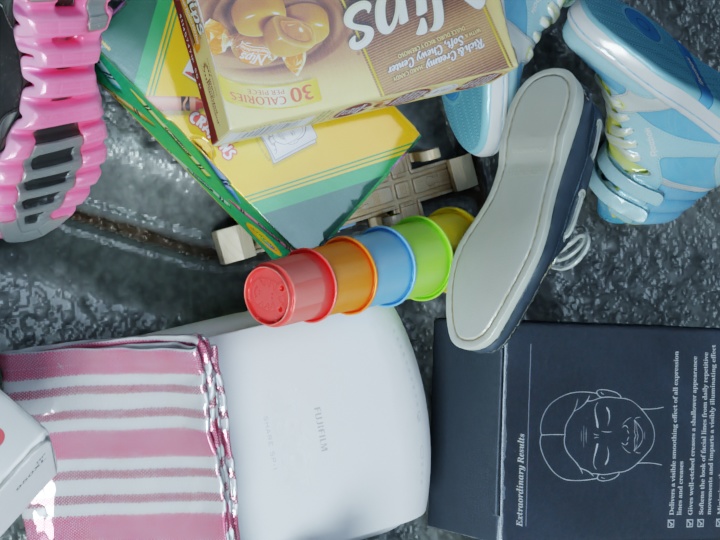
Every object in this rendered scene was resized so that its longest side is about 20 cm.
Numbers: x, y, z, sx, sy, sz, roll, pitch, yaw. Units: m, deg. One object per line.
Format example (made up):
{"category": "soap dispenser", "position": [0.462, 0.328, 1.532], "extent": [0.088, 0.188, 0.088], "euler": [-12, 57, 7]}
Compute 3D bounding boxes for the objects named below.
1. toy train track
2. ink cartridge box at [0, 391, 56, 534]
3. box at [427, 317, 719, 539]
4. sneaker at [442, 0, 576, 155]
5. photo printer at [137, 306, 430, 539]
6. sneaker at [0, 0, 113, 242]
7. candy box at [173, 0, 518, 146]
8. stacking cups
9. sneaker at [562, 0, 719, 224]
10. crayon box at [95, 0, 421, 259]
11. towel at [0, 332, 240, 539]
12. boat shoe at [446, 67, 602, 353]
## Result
{"category": "toy train track", "position": [-0.004, -0.044, 1.368], "extent": [0.199, 0.032, 0.116], "euler": [-18, 97, -23]}
{"category": "ink cartridge box", "position": [-0.294, 0.096, 1.150], "extent": [0.200, 0.084, 0.145], "euler": [38, 72, 10]}
{"category": "box", "position": [0.157, 0.110, 1.402], "extent": [0.199, 0.107, 0.150], "euler": [3, 89, -26]}
{"category": "sneaker", "position": [0.123, -0.180, 1.394], "extent": [0.130, 0.079, 0.202], "euler": [-1, 89, -24]}
{"category": "photo printer", "position": [-0.048, 0.106, 1.326], "extent": [0.199, 0.069, 0.168], "euler": [-12, 94, -25]}
{"category": "sneaker", "position": [-0.207, -0.119, 1.253], "extent": [0.079, 0.095, 0.201], "euler": [-6, 117, -41]}
{"category": "candy box", "position": [-0.010, -0.158, 1.273], "extent": [0.199, 0.055, 0.116], "euler": [-14, 88, -19]}
{"category": "stacking cups", "position": [0.000, 0.000, 1.293], "extent": [0.199, 0.060, 0.061], "euler": [-12, 95, -48]}
{"category": "sneaker", "position": [0.185, -0.099, 1.403], "extent": [0.199, 0.080, 0.130], "euler": [31, 120, -31]}
{"category": "crayon box", "position": [-0.073, -0.114, 1.308], "extent": [0.200, 0.058, 0.119], "euler": [45, 73, -9]}
{"category": "towel", "position": [-0.148, 0.143, 1.253], "extent": [0.145, 0.030, 0.202], "euler": [-5, 95, 17]}
{"category": "boat shoe", "position": [0.111, -0.033, 1.319], "extent": [0.062, 0.074, 0.201], "euler": [36, 61, -42]}
